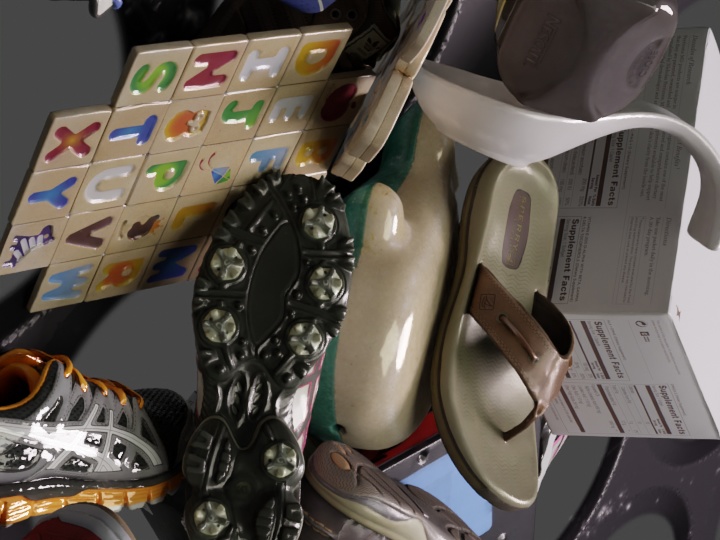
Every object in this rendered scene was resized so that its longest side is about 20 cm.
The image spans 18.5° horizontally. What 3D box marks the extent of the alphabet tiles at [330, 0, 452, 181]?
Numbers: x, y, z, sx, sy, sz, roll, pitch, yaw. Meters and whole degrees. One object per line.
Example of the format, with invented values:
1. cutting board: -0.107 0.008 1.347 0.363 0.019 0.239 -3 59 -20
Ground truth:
1. alphabet tiles: 0.039 -0.142 1.125 0.201 0.015 0.196 -65 -174 -13

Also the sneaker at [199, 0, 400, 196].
1. sneaker: -0.024 -0.120 1.112 0.070 0.075 0.201 32 84 -57

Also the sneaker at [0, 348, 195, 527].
1. sneaker: -0.149 0.075 1.072 0.199 0.078 0.078 -8 107 -54

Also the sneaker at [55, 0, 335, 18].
1. sneaker: -0.098 -0.158 0.995 0.116 0.080 0.199 -57 140 -4

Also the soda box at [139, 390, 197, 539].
1. soda box: -0.062 0.159 1.254 0.071 0.063 0.201 -50 145 -23

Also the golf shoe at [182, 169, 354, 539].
1. golf shoe: -0.054 0.049 1.120 0.088 0.077 0.201 134 -32 -81

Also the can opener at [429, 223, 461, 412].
1. can opener: 0.053 0.057 1.366 0.063 0.078 0.201 -86 -175 -63

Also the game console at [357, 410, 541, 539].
1. game console: 0.029 0.169 1.274 0.199 0.031 0.178 -25 126 -35

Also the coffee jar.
1. coffee jar: 0.118 -0.178 1.165 0.105 0.085 0.201 115 -16 -47

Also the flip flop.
1. flip flop: 0.088 0.030 1.202 0.081 0.057 0.201 25 67 -44

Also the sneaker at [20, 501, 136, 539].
1. sneaker: -0.183 0.166 1.006 0.112 0.200 0.072 -18 82 -41

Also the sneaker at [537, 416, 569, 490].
1. sneaker: 0.105 0.112 1.449 0.201 0.080 0.086 -55 157 -5

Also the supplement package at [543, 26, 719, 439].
1. supplement package: 0.165 -0.021 1.343 0.156 0.110 0.201 58 39 -52

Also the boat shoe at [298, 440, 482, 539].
1. boat shoe: 0.020 0.159 1.197 0.073 0.075 0.200 -49 133 4

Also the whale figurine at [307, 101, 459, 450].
1. whale figurine: 0.000 0.000 1.227 0.159 0.103 0.201 76 26 -57

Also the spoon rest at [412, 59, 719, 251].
1. spoon rest: 0.117 -0.076 1.194 0.199 0.099 0.061 23 99 -18

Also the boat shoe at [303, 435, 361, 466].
1. boat shoe: 0.002 0.152 1.329 0.065 0.072 0.200 -32 133 13

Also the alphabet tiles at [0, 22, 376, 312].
1. alphabet tiles: -0.083 -0.049 1.072 0.199 0.006 0.167 -12 142 -42
